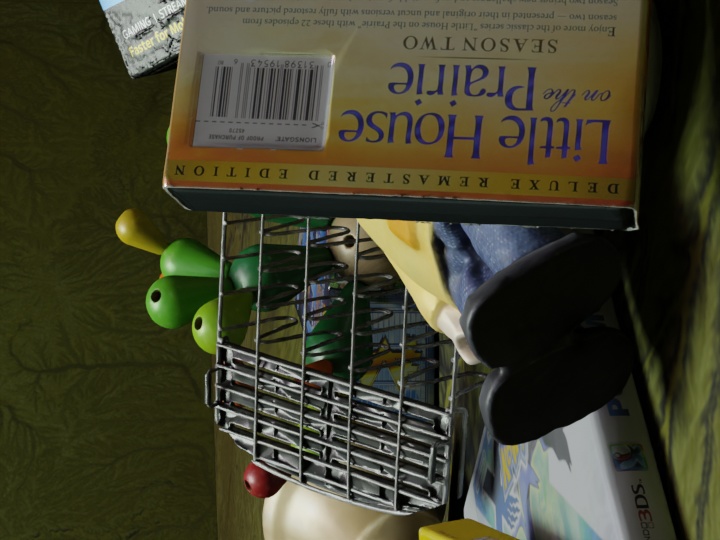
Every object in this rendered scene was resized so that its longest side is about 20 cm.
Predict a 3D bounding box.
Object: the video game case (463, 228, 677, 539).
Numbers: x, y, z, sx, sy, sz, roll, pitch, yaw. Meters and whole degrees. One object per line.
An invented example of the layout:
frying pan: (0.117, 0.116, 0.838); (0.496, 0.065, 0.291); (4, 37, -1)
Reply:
video game case: (0.074, 0.105, 0.668); (0.201, 0.022, 0.183); (99, 168, -45)

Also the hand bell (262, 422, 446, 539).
hand bell: (0.033, 0.153, 0.831); (0.200, 0.104, 0.105); (-140, 50, -62)

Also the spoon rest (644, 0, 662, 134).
spoon rest: (0.061, -0.092, 0.635); (0.200, 0.060, 0.100); (-104, 16, -63)

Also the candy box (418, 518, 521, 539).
candy box: (0.067, 0.146, 0.571); (0.200, 0.026, 0.103); (-179, 84, -73)

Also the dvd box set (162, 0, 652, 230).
dvd box set: (0.022, -0.114, 0.546); (0.029, 0.145, 0.201); (49, -136, -72)

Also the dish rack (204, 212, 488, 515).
dish rack: (0.000, 0.000, 0.756); (0.153, 0.054, 0.201); (15, 108, 38)

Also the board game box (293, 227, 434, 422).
board game box: (0.005, -0.012, 1.018); (0.200, 0.061, 0.201); (-104, 17, -57)

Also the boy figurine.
boy figurine: (0.021, -0.029, 0.622); (0.200, 0.064, 0.125); (48, 159, 48)

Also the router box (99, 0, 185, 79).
router box: (-0.051, -0.190, 0.778); (0.199, 0.051, 0.150); (-21, 92, 39)

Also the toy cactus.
toy cactus: (-0.027, 0.005, 0.887); (0.102, 0.164, 0.201); (94, 155, -60)
